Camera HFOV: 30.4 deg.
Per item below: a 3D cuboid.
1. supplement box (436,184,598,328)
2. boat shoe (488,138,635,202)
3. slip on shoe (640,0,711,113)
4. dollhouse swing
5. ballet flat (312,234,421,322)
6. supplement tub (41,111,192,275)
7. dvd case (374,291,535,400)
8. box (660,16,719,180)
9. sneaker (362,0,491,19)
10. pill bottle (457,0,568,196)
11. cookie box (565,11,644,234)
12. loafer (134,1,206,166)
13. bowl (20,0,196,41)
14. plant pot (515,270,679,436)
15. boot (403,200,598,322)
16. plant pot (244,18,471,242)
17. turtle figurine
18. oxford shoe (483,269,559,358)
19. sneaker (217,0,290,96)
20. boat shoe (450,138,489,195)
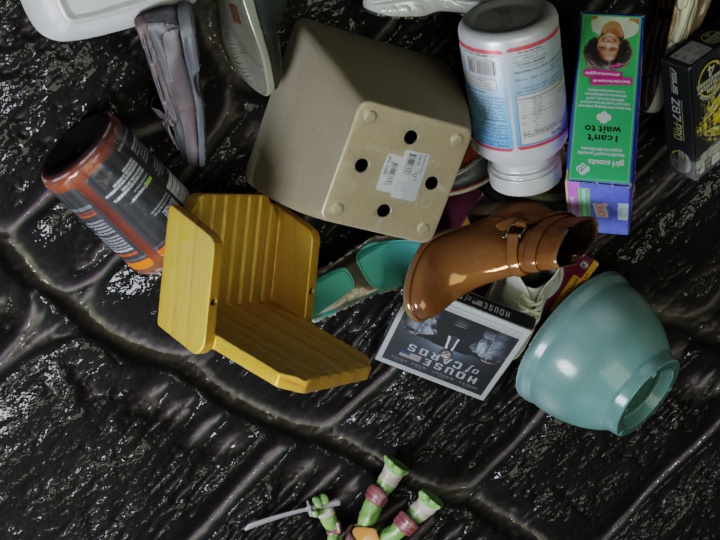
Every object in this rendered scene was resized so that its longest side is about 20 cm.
[{"bbox_3d":[0.175,-0.023,1.615,0.200,0.086,0.111,28,103,-28],"label":"supplement box"},{"bbox_3d":[0.248,-0.126,1.607,0.199,0.076,0.074,-2,108,-26],"label":"boat shoe"},{"bbox_3d":[0.380,-0.284,1.576,0.060,0.076,0.201,5,105,-15],"label":"slip on shoe"},{"bbox_3d":[-0.085,0.018,1.421,0.200,0.175,0.183,-4,103,-58],"label":"dollhouse swing"},{"bbox_3d":[0.000,0.000,1.557,0.199,0.064,0.076,-20,105,9],"label":"ballet flat"},{"bbox_3d":[-0.242,-0.069,1.432,0.107,0.107,0.200,-41,121,2],"label":"supplement tub"},{"bbox_3d":[0.108,0.082,1.579,0.150,0.025,0.200,21,148,-1],"label":"dvd case"},{"bbox_3d":[0.443,-0.227,1.590,0.200,0.049,0.162,-35,135,-25],"label":"box"},{"bbox_3d":[0.100,-0.322,1.457,0.199,0.074,0.080,-6,111,-17],"label":"sneaker"},{"bbox_3d":[0.170,-0.187,1.444,0.108,0.109,0.201,-18,124,-11],"label":"pill bottle"},{"bbox_3d":[0.274,-0.161,1.489,0.075,0.171,0.201,3,74,11],"label":"cookie box"},{"bbox_3d":[-0.198,-0.194,1.400,0.063,0.072,0.201,-5,134,-6],"label":"loafer"},{"bbox_3d":[-0.256,-0.331,1.323,0.199,0.075,0.201,-18,120,-10],"label":"bowl"},{"bbox_3d":[0.311,0.121,1.656,0.200,0.134,0.201,-35,148,-25],"label":"plant pot"},{"bbox_3d":[0.153,-0.006,1.435,0.200,0.155,0.077,-38,123,-35],"label":"boot"},{"bbox_3d":[0.011,-0.136,1.451,0.199,0.177,0.201,13,109,-24],"label":"plant pot"},{"bbox_3d":[0.000,0.337,1.690,0.200,0.144,0.194,37,94,-33],"label":"turtle figurine"},{"bbox_3d":[0.190,0.032,1.559,0.075,0.058,0.201,2,125,-19],"label":"oxford shoe"},{"bbox_3d":[-0.092,-0.287,1.403,0.106,0.075,0.201,-35,137,-25],"label":"sneaker"},{"bbox_3d":[0.155,-0.158,1.551,0.200,0.071,0.063,-32,131,-8],"label":"boat shoe"}]
